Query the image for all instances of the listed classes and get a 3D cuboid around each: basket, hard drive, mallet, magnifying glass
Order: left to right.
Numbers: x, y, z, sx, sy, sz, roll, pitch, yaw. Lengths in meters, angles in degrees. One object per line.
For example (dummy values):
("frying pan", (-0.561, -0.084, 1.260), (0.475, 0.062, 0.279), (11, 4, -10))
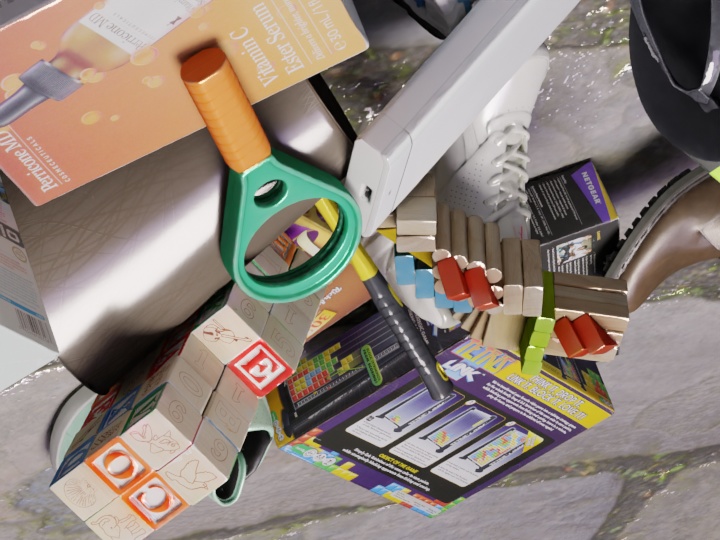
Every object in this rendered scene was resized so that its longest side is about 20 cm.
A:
("basket", (-0.111, -0.057, 1.354), (0.200, 0.136, 0.180), (-33, 107, 5))
("magnifying glass", (-0.052, -0.048, 1.281), (0.080, 0.022, 0.200), (-32, 142, -5))
("mallet", (0.000, 0.000, 1.467), (0.041, 0.200, 0.066), (-26, -167, 19))
("hard drive", (0.064, -0.115, 1.351), (0.200, 0.027, 0.132), (-49, 172, -17))

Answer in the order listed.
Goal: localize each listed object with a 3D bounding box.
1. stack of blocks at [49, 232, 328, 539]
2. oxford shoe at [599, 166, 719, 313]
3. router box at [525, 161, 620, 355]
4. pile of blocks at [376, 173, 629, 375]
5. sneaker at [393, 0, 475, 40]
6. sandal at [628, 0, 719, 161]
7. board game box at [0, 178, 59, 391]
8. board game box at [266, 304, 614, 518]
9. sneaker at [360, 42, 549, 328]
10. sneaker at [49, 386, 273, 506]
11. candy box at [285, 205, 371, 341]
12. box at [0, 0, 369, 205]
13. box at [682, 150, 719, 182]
("stack of blocks", (-0.094, 0.062, 1.393), (0.115, 0.200, 0.059), (-37, 105, 26))
("oxford shoe", (0.241, -0.032, 1.617), (0.200, 0.084, 0.073), (-42, 165, 6))
("router box", (0.100, 0.020, 1.693), (0.157, 0.052, 0.200), (-19, 150, -6))
("pile of blocks", (0.073, 0.016, 1.438), (0.200, 0.062, 0.082), (28, 124, -20))
("sneaker", (0.036, -0.214, 1.276), (0.087, 0.075, 0.200), (-45, 149, -12))
("sandal", (0.180, -0.153, 1.363), (0.076, 0.200, 0.043), (-2, -159, 25))
("board game box", (-0.241, -0.045, 1.221), (0.064, 0.200, 0.148), (-30, 149, 15))
("board game box", (0.054, 0.088, 1.666), (0.165, 0.057, 0.200), (-33, 146, 19))
("sneaker", (0.078, -0.051, 1.488), (0.078, 0.099, 0.200), (-8, 131, -45))
("sneaker", (-0.136, 0.121, 1.642), (0.074, 0.118, 0.200), (8, 141, -43))
("candy box", (-0.075, -0.014, 1.525), (0.117, 0.056, 0.200), (-35, 149, 19))
("box", (-0.120, -0.146, 1.230), (0.200, 0.106, 0.152), (-26, 150, 7))
("box", (0.292, -0.106, 1.478), (0.149, 0.124, 0.200), (-37, 124, 26))
